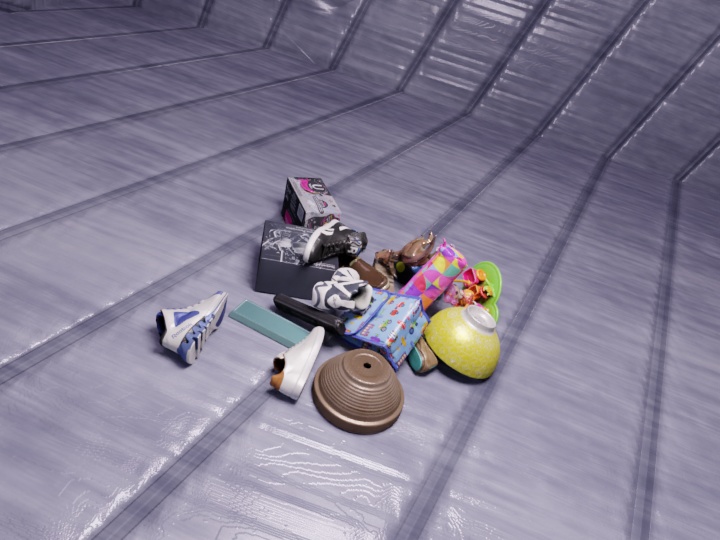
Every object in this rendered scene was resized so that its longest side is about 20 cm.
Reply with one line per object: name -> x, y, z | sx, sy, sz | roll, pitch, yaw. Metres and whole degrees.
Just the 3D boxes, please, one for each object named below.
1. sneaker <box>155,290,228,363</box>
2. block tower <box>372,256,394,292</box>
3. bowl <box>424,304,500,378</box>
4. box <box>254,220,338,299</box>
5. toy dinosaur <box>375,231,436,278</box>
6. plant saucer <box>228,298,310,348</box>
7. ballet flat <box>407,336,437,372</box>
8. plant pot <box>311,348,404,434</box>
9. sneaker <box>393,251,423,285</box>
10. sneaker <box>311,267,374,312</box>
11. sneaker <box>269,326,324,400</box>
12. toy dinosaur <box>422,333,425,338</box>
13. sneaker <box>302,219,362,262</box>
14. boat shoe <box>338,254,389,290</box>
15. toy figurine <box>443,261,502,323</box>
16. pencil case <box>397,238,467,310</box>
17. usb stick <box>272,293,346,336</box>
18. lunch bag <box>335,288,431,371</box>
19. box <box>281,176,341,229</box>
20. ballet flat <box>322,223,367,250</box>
sneaker -> -0.369, 0.102, 1.203 | 0.114, 0.081, 0.200 | 20, 35, 2
block tower -> 0.058, 0.044, 1.495 | 0.057, 0.054, 0.201 | 12, 34, -5
bowl -> 0.263, 0.148, 1.348 | 0.198, 0.108, 0.201 | 24, 27, -13
box -> -0.163, -0.026, 1.455 | 0.198, 0.105, 0.183 | 9, 35, -12
toy dinosaur -> 0.132, -0.036, 1.467 | 0.134, 0.087, 0.200 | -23, 4, -24
plant saucer -> -0.205, 0.124, 1.300 | 0.198, 0.019, 0.070 | 25, 34, 13
ballet flat -> 0.127, 0.161, 1.350 | 0.072, 0.068, 0.201 | 4, 36, -33
plant pot -> 0.003, 0.230, 1.170 | 0.198, 0.093, 0.202 | 11, 33, -7
sneaker -> 0.155, 0.011, 1.585 | 0.199, 0.066, 0.078 | 36, 25, 26
sneaker -> -0.015, 0.051, 1.321 | 0.128, 0.080, 0.199 | 13, 12, 22
sneaker -> -0.135, 0.179, 1.197 | 0.084, 0.073, 0.201 | 23, 35, 1
toy dinosaur -> 0.133, 0.106, 1.449 | 0.087, 0.048, 0.201 | 17, 36, -12
sneaker -> -0.056, -0.063, 1.396 | 0.111, 0.074, 0.200 | 24, 33, 10
boat shoe -> -0.005, 0.004, 1.454 | 0.075, 0.075, 0.202 | -41, 35, -21
toy figurine -> 0.257, 0.051, 1.466 | 0.182, 0.150, 0.202 | 15, 55, -30
pencil case -> 0.173, 0.020, 1.372 | 0.088, 0.201, 0.089 | 33, 22, -15
usb stick -> -0.119, 0.102, 1.302 | 0.198, 0.056, 0.033 | 20, 61, 30
lunch bag -> 0.037, 0.120, 1.312 | 0.199, 0.095, 0.151 | 17, 56, 40
box -> -0.145, -0.170, 1.645 | 0.113, 0.133, 0.201 | -2, 38, -26
ballet flat -> -0.047, -0.102, 1.596 | 0.199, 0.066, 0.058 | 20, 60, -55
